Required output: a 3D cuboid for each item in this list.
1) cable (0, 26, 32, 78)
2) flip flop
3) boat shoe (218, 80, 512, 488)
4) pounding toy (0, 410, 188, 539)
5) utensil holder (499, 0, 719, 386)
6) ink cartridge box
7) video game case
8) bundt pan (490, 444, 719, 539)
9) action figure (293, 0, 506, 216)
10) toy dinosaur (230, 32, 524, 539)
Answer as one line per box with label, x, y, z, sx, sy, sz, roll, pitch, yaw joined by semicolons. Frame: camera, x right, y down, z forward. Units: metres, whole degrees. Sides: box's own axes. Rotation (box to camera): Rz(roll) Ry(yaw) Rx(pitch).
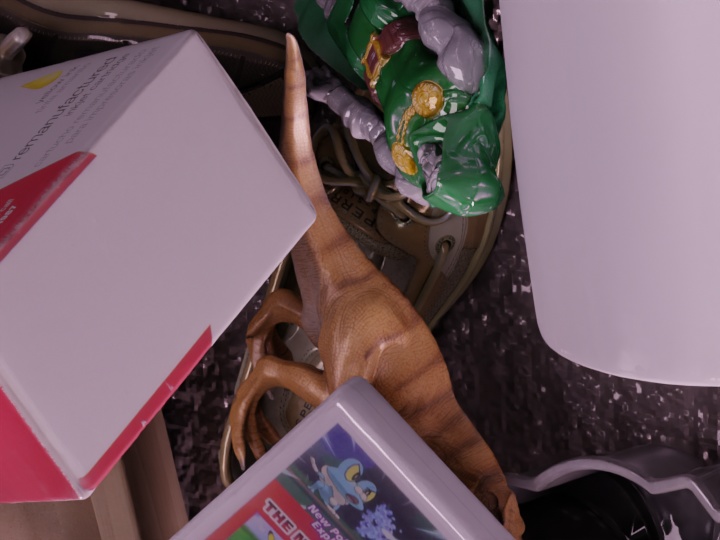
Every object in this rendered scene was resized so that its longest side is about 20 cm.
cable;-0.178;-0.048;1.064;0.200;0.097;0.051;-17;59;48
flip flop;-0.109;-0.099;1.041;0.199;0.058;0.081;12;147;6
boat shoe;-0.002;-0.001;1.012;0.073;0.063;0.201;36;121;19
pounding toy;-0.180;0.080;1.081;0.199;0.142;0.185;-9;116;6
utensil holder;0.126;-0.083;0.841;0.169;0.170;0.201;3;109;32
ink cartridge box;-0.137;0.005;0.911;0.199;0.145;0.084;-9;125;45
video game case;0.012;0.158;0.961;0.200;0.023;0.182;47;129;-1
bundt pan;0.114;0.154;0.976;0.201;0.076;0.203;10;109;30
action figure;0.010;-0.086;0.921;0.200;0.054;0.119;-114;33;-47
toy dinosaur;-0.004;0.017;0.952;0.106;0.060;0.201;-25;97;32
